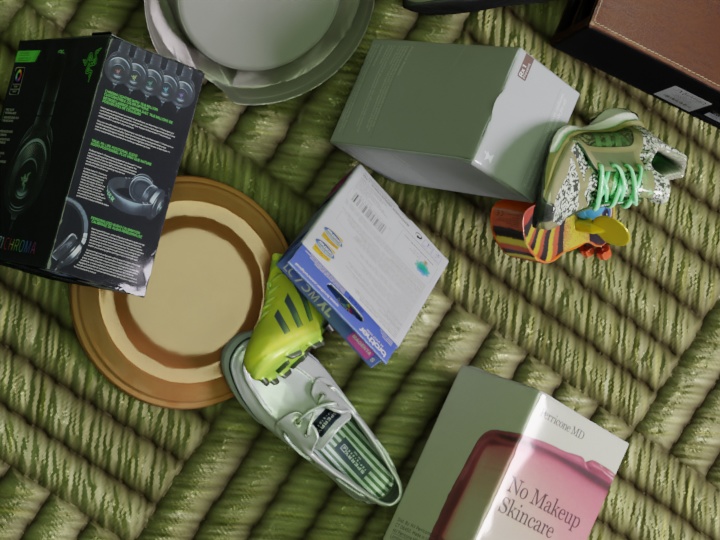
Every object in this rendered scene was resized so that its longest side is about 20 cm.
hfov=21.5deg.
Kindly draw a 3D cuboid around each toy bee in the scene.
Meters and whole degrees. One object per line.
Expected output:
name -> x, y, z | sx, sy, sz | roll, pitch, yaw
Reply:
toy bee -> 0.194, -0.047, 1.665 | 0.199, 0.131, 0.110 | -24, 118, -23

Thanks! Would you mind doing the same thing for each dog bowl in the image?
dog bowl -> -0.089, -0.242, 1.590 | 0.198, 0.059, 0.202 | -8, 121, -13

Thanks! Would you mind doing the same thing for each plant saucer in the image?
plant saucer -> -0.149, 0.018, 1.620 | 0.198, 0.037, 0.202 | 1, 88, -13

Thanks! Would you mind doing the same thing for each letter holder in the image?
letter holder -> 0.297, -0.231, 1.697 | 0.199, 0.101, 0.143 | 24, 81, -11

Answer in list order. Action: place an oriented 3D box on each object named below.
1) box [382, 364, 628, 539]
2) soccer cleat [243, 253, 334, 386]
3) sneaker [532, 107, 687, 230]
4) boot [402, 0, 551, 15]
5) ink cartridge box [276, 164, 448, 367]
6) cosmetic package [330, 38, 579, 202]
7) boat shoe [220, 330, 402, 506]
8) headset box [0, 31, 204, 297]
box -> 0.119, 0.203, 1.619 | 0.127, 0.109, 0.201 | 30, 82, -36
soccer cleat -> -0.059, 0.030, 1.579 | 0.084, 0.200, 0.065 | 48, 122, -2
sneaker -> 0.206, -0.079, 1.537 | 0.088, 0.200, 0.078 | 20, 121, 26
boot -> 0.125, -0.309, 1.637 | 0.202, 0.073, 0.155 | -6, 85, 27
ink cartridge box -> 0.000, 0.000, 1.585 | 0.042, 0.200, 0.119 | -39, 99, 28
cosmetic package -> 0.076, -0.128, 1.585 | 0.090, 0.199, 0.108 | 31, 81, -39
boat shoe -> -0.032, 0.125, 1.608 | 0.200, 0.067, 0.074 | 41, 81, -20
headset box -> -0.224, -0.092, 1.528 | 0.092, 0.174, 0.202 | 18, 85, -34
